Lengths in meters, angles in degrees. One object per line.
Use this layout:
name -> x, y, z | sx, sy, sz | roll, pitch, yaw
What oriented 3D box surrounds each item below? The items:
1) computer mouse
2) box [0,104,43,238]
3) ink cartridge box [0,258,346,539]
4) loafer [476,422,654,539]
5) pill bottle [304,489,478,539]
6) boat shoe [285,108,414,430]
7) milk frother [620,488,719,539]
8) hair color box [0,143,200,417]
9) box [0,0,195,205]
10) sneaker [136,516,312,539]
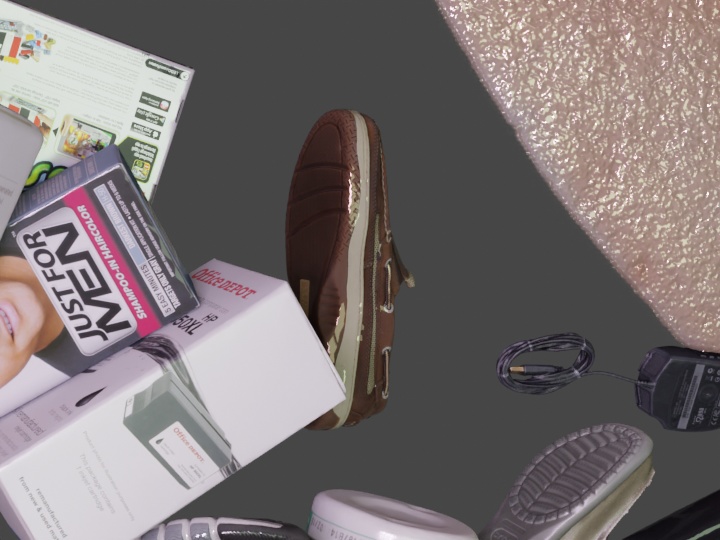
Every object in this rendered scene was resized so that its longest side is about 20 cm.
computer mouse -> 0.186, 0.073, 1.287 | 0.198, 0.034, 0.059 | 10, 109, -18
box -> -0.306, -0.048, 0.933 | 0.197, 0.200, 0.173 | 23, 87, 13
ink cartridge box -> -0.128, 0.083, 1.091 | 0.199, 0.144, 0.085 | -32, 107, -16
loafer -> 0.129, 0.187, 1.259 | 0.200, 0.075, 0.070 | -44, 122, -7
pill bottle -> 0.000, 0.252, 1.183 | 0.112, 0.113, 0.202 | 14, 91, -23
boat shoe -> -0.004, -0.001, 1.180 | 0.074, 0.074, 0.205 | -1, 103, -36
milk frother -> 0.263, 0.264, 1.218 | 0.187, 0.201, 0.181 | -23, 132, -5
hair color box -> -0.204, 0.021, 1.071 | 0.199, 0.061, 0.100 | -29, 109, -2
box -> -0.208, -0.102, 1.093 | 0.198, 0.035, 0.111 | 19, 89, -24
sneaker -> -0.122, 0.162, 1.112 | 0.198, 0.116, 0.076 | -12, 117, 7
